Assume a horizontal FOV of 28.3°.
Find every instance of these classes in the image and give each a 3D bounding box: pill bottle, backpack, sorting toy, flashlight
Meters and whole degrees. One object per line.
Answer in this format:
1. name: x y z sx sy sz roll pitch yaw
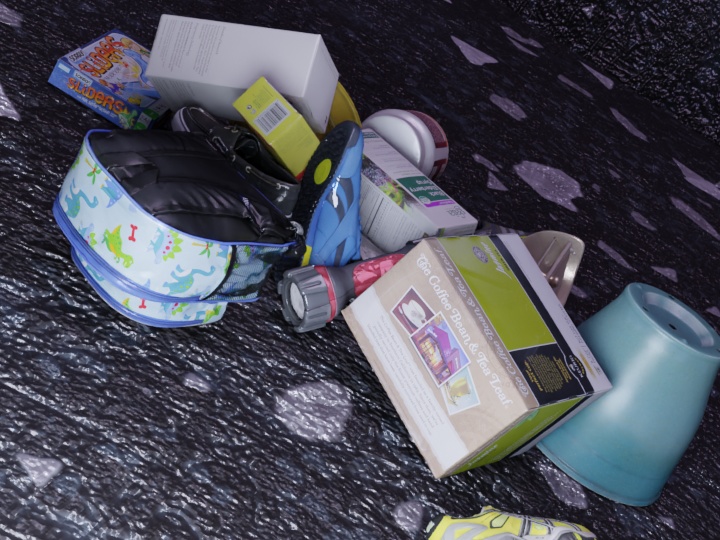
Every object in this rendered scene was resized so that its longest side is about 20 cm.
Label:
1. pill bottle: 0.050 -0.158 1.902 0.114 0.115 0.200 35 11 7
2. backpack: -0.188 -0.038 1.342 0.183 0.148 0.199 45 22 27
3. sorting toy: 0.158 0.018 1.762 0.179 0.108 0.200 21 33 15
4. flashlight: 0.012 0.009 1.516 0.198 0.068 0.068 -15 64 -26

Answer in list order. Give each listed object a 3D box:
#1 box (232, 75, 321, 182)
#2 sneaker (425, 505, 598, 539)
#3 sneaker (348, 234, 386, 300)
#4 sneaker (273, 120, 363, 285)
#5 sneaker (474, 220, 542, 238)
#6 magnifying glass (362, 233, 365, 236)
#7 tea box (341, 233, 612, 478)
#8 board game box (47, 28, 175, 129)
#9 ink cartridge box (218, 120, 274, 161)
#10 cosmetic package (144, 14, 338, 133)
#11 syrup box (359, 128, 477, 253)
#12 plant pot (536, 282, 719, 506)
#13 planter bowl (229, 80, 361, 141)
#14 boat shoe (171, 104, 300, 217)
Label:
1. box: -0.076 -0.140 1.611 0.075 0.050 0.200 47 -3 22
2. sneaker: 0.142 0.244 1.293 0.199 0.076 0.077 10 31 -46
3. sneaker: 0.000 0.000 1.627 0.200 0.074 0.079 41 14 5
4. sneaker: -0.028 -0.061 1.562 0.078 0.202 0.066 21 -6 -31
5. sneaker: 0.198 -0.036 1.950 0.081 0.074 0.199 39 21 25
6. magnifying glass: 0.003 -0.043 1.715 0.199 0.022 0.080 35 23 7
7. tea box: 0.121 0.081 1.458 0.196 0.133 0.201 -2 57 -55
8. board game box: -0.287 -0.232 1.761 0.135 0.035 0.200 32 22 -2
9. ink cartridge box: -0.140 -0.105 1.640 0.099 0.039 0.201 21 26 -23
10. cosmetic package: -0.136 -0.227 1.662 0.198 0.086 0.108 9 -17 13
11. syrup box: 0.038 -0.081 1.699 0.078 0.082 0.200 -11 45 -47
12. plant pot: 0.304 0.126 1.599 0.199 0.189 0.201 27 23 -13
13. planter bowl: -0.102 -0.180 1.774 0.200 0.201 0.084 34 57 6
14. boat shoe: -0.133 -0.126 1.569 0.200 0.057 0.068 46 27 28
